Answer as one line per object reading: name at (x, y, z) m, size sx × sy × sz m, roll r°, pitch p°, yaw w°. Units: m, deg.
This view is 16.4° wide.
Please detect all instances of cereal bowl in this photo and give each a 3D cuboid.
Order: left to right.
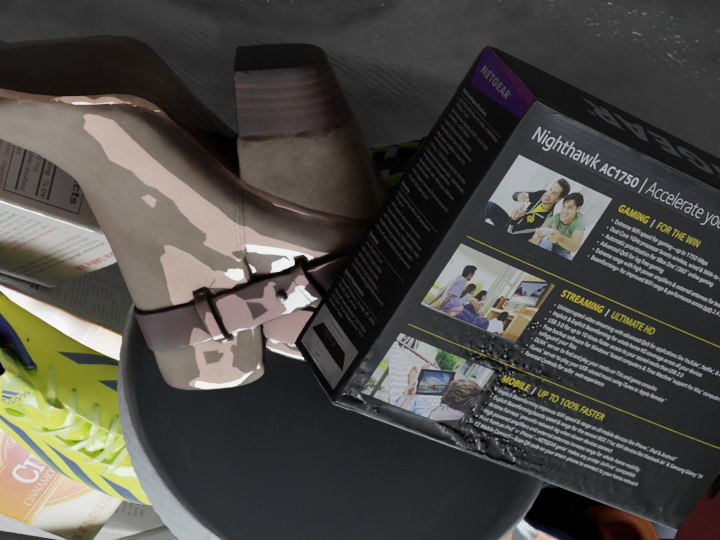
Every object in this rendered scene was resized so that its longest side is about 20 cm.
cereal bowl at (-0.014, 0.065, 1.134) m, size 0.199 × 0.201 × 0.083 m, roll 13°, pitch 149°, yaw -5°

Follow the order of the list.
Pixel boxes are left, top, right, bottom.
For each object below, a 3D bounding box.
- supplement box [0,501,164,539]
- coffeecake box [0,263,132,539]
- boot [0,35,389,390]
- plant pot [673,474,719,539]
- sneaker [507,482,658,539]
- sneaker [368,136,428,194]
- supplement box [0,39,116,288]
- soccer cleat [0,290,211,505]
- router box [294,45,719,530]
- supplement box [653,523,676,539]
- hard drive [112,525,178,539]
supplement box at (-0.162, 0.101, 1.534) m, size 0.199 × 0.127 × 0.074 m, roll 8°, pitch 163°, yaw 15°
coffeecake box at (-0.190, 0.037, 1.256) m, size 0.199 × 0.073 × 0.154 m, roll 24°, pitch 130°, yaw -18°
boot at (-0.083, -0.021, 1.046) m, size 0.199 × 0.147 × 0.070 m, roll 2°, pitch -153°, yaw 12°
plant pot at (0.262, 0.146, 1.235) m, size 0.176 × 0.201 × 0.200 m, roll 24°, pitch -177°, yaw -10°
sneaker at (0.117, 0.165, 1.323) m, size 0.112 × 0.078 × 0.200 m, roll -4°, pitch 149°, yaw 37°
sneaker at (0.024, -0.039, 1.090) m, size 0.199 × 0.072 × 0.083 m, roll 9°, pitch 140°, yaw 6°
supplement box at (-0.197, -0.061, 1.110) m, size 0.199 × 0.074 × 0.126 m, roll 19°, pitch 164°, yaw -25°
soccer cleat at (-0.146, 0.055, 1.145) m, size 0.200 × 0.065 × 0.084 m, roll 32°, pitch -177°, yaw -12°
router box at (0.094, 0.013, 1.034) m, size 0.199 × 0.149 × 0.051 m, roll 23°, pitch -160°, yaw -34°
supplement box at (0.232, 0.165, 1.489) m, size 0.197 × 0.134 × 0.200 m, roll 22°, pitch 162°, yaw -34°
hard drive at (-0.067, 0.149, 1.339) m, size 0.199 × 0.026 × 0.132 m, roll -16°, pitch 165°, yaw 9°
